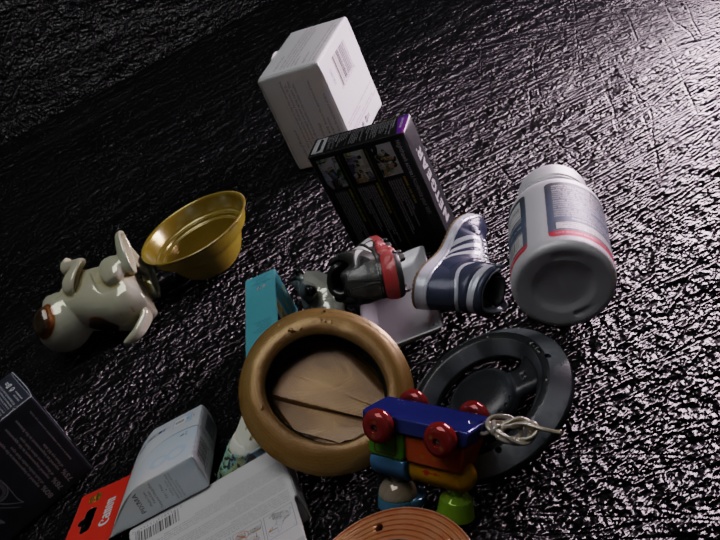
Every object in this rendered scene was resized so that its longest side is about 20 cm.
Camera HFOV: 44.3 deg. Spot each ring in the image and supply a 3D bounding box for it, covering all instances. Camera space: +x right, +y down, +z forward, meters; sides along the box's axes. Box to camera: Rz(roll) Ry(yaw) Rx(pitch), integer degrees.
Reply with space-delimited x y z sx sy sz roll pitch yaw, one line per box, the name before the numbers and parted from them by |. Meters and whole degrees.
ring | 0.023 0.307 0.800 0.199 0.019 0.201 -21 38 17

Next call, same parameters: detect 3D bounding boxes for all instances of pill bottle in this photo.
pill bottle | 0.238 -0.040 1.066 0.118 0.120 0.201 -16 32 19

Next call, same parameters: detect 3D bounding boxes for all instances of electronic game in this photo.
electronic game | 0.135 0.142 0.950 0.199 0.042 0.201 -25 35 19

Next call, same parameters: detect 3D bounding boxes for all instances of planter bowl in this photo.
planter bowl | -0.266 -0.044 1.510 0.199 0.084 0.201 -20 32 13

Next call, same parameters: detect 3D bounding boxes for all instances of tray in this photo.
tray | 0.051 0.042 1.188 0.107 0.022 0.201 -23 31 10

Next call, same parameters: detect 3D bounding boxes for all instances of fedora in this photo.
fedora | -0.037 0.142 1.007 0.198 0.082 0.203 -1 69 3

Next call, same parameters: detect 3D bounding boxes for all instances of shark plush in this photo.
shark plush | -0.075 0.044 1.237 0.090 0.084 0.200 5 16 -35

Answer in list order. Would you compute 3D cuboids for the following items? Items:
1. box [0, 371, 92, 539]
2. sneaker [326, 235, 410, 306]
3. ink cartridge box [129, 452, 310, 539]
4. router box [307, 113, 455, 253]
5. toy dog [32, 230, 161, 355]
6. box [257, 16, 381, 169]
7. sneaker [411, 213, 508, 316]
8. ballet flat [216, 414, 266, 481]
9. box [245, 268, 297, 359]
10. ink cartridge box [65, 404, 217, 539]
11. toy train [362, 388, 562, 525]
box | -0.484 0.262 1.163 0.200 0.149 0.104 -40 33 -21
sneaker | 0.000 0.000 1.152 0.097 0.072 0.200 -12 10 -6
ink cartridge box | -0.148 0.297 0.942 0.199 0.045 0.176 -29 29 -1
router box | 0.035 -0.108 1.250 0.148 0.201 0.051 -10 37 25
toy dog | -0.439 0.064 1.467 0.198 0.140 0.195 -24 67 3
box | -0.071 -0.336 1.677 0.129 0.201 0.200 -9 36 25
sneaker | 0.152 -0.007 1.137 0.108 0.071 0.200 7 34 28
ballet flat | -0.104 0.178 1.065 0.200 0.075 0.074 -39 32 -18
box | -0.117 0.086 1.197 0.049 0.083 0.201 -23 31 6
ink cartridge box | -0.273 0.251 1.072 0.199 0.048 0.160 -26 15 0
toy train | 0.096 0.191 0.849 0.198 0.117 0.084 6 14 34
